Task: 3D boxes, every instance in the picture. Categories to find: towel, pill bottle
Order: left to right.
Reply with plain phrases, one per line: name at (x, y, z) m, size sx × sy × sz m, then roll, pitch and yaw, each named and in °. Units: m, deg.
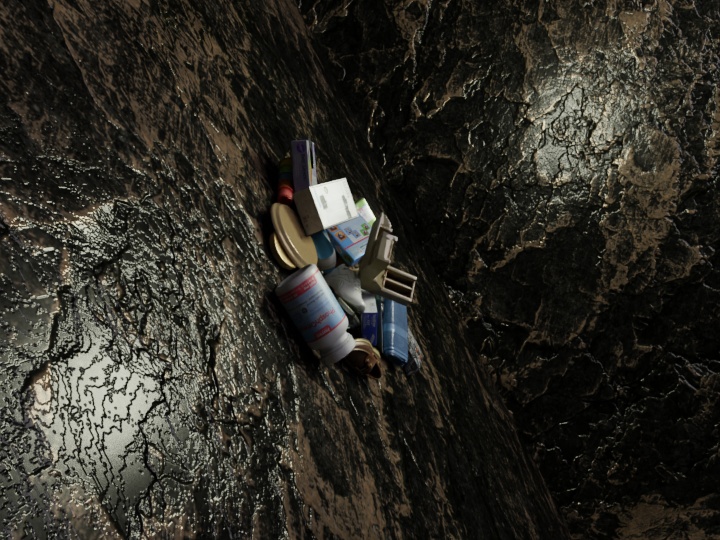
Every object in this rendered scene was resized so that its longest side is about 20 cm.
pill bottle at (-0.094, 0.097, 1.240) m, size 0.203 × 0.107 × 0.109 m, roll 59°, pitch 15°, yaw -9°
towel at (0.105, 0.187, 1.779) m, size 0.111 × 0.048 × 0.205 m, roll 38°, pitch 45°, yaw -46°

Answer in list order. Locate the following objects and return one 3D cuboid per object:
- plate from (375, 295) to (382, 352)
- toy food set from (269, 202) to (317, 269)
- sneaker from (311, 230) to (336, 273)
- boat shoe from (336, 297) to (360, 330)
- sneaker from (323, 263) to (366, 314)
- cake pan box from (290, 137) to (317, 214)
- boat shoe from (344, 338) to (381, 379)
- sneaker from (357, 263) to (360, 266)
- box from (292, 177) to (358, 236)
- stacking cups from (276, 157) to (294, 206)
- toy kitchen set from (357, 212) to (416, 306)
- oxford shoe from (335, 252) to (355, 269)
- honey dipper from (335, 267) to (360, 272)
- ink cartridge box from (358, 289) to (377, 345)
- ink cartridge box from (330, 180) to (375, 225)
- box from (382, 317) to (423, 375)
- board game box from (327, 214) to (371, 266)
plate at (0.053, 0.145, 1.710) m, size 0.200 × 0.025 × 0.207 m, roll -2°, pitch 90°, yaw -87°
toy food set at (-0.168, -0.073, 1.410) m, size 0.198 × 0.048 × 0.204 m, roll 41°, pitch 25°, yaw -55°
sneaker at (-0.120, -0.080, 1.567) m, size 0.082 × 0.074 × 0.203 m, roll 81°, pitch -10°, yaw -50°
boat shoe at (-0.047, 0.124, 1.465) m, size 0.071 × 0.068 × 0.200 m, roll 40°, pitch -6°, yaw 16°
sneaker at (-0.032, 0.041, 1.493) m, size 0.071 × 0.080 × 0.200 m, roll 48°, pitch -2°, yaw -38°
cake pan box at (-0.156, -0.268, 1.604) m, size 0.184 × 0.051 × 0.206 m, roll -91°, pitch 177°, yaw -81°
boat shoe at (0.009, 0.226, 1.437) m, size 0.200 × 0.071 × 0.069 m, roll 43°, pitch 21°, yaw -58°
sneaker at (-0.013, -0.057, 1.775) m, size 0.072 × 0.117 × 0.204 m, roll -5°, pitch 56°, yaw -28°
box at (-0.089, -0.173, 1.517) m, size 0.199 × 0.059 × 0.120 m, roll -27°, pitch 98°, yaw -60°
stacking cups at (-0.200, -0.240, 1.576) m, size 0.061 × 0.060 × 0.202 m, roll 51°, pitch 19°, yaw -35°
toy kitchen set at (0.100, -0.037, 1.559) m, size 0.176 × 0.200 × 0.167 m, roll 21°, pitch 64°, yaw -11°
oxford shoe at (-0.049, 0.015, 1.674) m, size 0.070 × 0.072 × 0.204 m, roll 10°, pitch 49°, yaw -32°
honey dipper at (0.000, 0.000, 1.642) m, size 0.195 × 0.038 × 0.039 m, roll -9°, pitch 63°, yaw -30°
ink cartridge box at (0.020, 0.124, 1.586) m, size 0.201 × 0.043 × 0.097 m, roll -95°, pitch -173°, yaw -72°
ink cartridge box at (-0.048, -0.206, 1.864) m, size 0.147 × 0.075 × 0.203 m, roll -9°, pitch -65°, yaw 59°
box at (0.143, 0.234, 1.932) m, size 0.204 × 0.049 × 0.158 m, roll 62°, pitch 14°, yaw -3°
board game box at (-0.040, -0.120, 1.705) m, size 0.150 × 0.037 × 0.201 m, roll -28°, pitch 71°, yaw -41°
